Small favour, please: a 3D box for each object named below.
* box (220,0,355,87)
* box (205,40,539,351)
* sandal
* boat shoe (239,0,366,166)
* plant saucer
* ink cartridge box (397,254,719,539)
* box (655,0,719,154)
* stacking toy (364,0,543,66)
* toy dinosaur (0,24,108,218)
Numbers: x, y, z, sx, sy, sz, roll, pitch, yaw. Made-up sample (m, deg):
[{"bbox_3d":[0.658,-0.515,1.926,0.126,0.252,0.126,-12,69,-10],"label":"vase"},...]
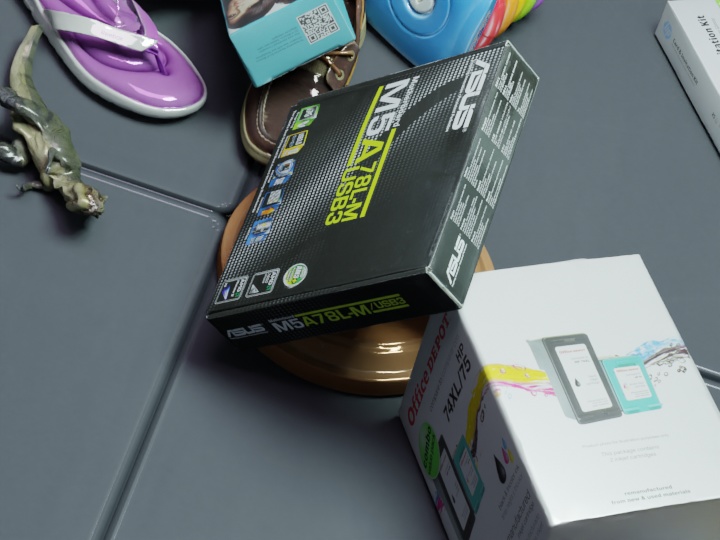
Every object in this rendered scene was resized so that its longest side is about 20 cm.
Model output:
[{"bbox_3d":[-0.063,-0.217,1.842,0.082,0.049,0.200,-25,33,6],"label":"box"},{"bbox_3d":[0.008,-0.048,1.643,0.048,0.193,0.200,45,50,-31],"label":"box"},{"bbox_3d":[-0.192,-0.186,1.836,0.082,0.050,0.203,-31,63,-35],"label":"sandal"},{"bbox_3d":[-0.036,-0.157,1.840,0.072,0.072,0.200,22,47,4],"label":"boat shoe"},{"bbox_3d":[0.000,0.000,1.738,0.200,0.032,0.201,8,47,-8],"label":"plant saucer"},{"bbox_3d":[0.134,0.115,1.595,0.146,0.147,0.200,-7,51,-20],"label":"ink cartridge box"},{"bbox_3d":[0.354,-0.156,1.973,0.199,0.041,0.156,-6,51,-20],"label":"box"},{"bbox_3d":[0.106,-0.231,1.944,0.110,0.116,0.200,42,38,21],"label":"stacking toy"},{"bbox_3d":[-0.241,-0.103,1.753,0.088,0.048,0.200,3,46,-33],"label":"toy dinosaur"}]
